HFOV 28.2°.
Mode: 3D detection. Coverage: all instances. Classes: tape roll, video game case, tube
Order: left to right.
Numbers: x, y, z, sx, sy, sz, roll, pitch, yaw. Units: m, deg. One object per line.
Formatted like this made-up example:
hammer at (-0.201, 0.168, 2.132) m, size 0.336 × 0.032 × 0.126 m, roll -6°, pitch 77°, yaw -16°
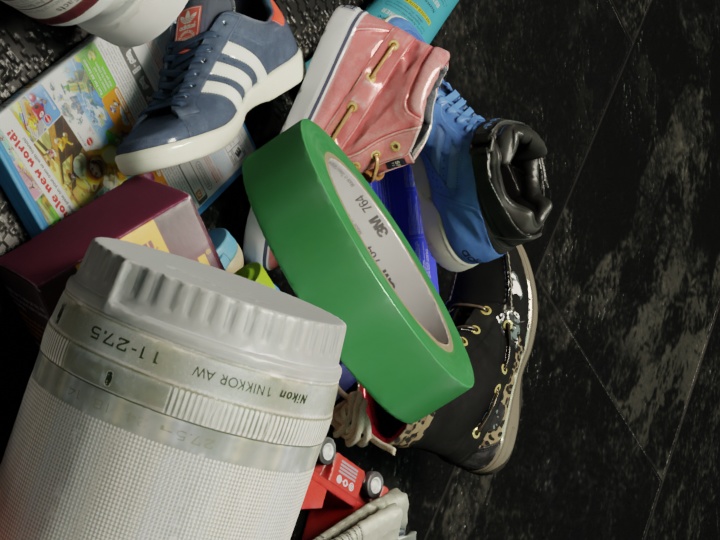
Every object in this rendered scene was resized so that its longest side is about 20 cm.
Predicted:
video game case at (-0.154, -0.084, 0.948) m, size 0.200 × 0.018 × 0.144 m, roll -50°, pitch 126°, yaw -42°
tape roll at (0.000, 0.000, 0.912) m, size 0.201 × 0.048 × 0.201 m, roll 56°, pitch 10°, yaw -15°
tube at (0.024, -0.188, 1.148) m, size 0.077 × 0.050 × 0.200 m, roll 34°, pitch 49°, yaw 0°

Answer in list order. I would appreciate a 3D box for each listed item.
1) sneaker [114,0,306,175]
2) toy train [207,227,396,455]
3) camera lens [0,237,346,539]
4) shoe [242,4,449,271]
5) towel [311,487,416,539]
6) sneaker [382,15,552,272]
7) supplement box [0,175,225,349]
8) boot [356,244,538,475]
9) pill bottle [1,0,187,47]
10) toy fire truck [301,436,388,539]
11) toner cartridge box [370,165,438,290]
sneaker at (-0.108, -0.132, 0.940) m, size 0.200 × 0.074 × 0.085 m, roll -52°, pitch 129°, yaw -53°
toy train at (-0.048, 0.043, 0.937) m, size 0.085 × 0.200 × 0.116 m, roll -44°, pitch 119°, yaw -8°
camera lens at (-0.106, 0.100, 0.764) m, size 0.160 × 0.159 × 0.201 m, roll 16°, pitch 94°, yaw -50°
shoe at (-0.010, -0.080, 1.017) m, size 0.071 × 0.090 × 0.201 m, roll -12°, pitch 125°, yaw -80°
towel at (-0.024, 0.273, 1.028) m, size 0.199 × 0.034 × 0.194 m, roll -24°, pitch 122°, yaw -48°
sneaker at (0.080, -0.108, 1.066) m, size 0.076 × 0.111 × 0.201 m, roll -12°, pitch 84°, yaw -48°
supplement box at (-0.126, 0.058, 0.887) m, size 0.110 × 0.085 × 0.201 m, roll -33°, pitch 116°, yaw -21°
boot at (0.067, 0.053, 1.108) m, size 0.150 × 0.073 × 0.202 m, roll 16°, pitch 80°, yaw -51°
pill bottle at (-0.192, -0.213, 0.830) m, size 0.200 × 0.114 × 0.115 m, roll 25°, pitch 68°, yaw -48°
toy fire truck at (-0.062, 0.180, 1.018) m, size 0.200 × 0.048 × 0.142 m, roll 42°, pitch 57°, yaw -44°
toner cartridge box at (0.016, -0.020, 1.138) m, size 0.095 × 0.043 × 0.202 m, roll -8°, pitch 93°, yaw -51°
